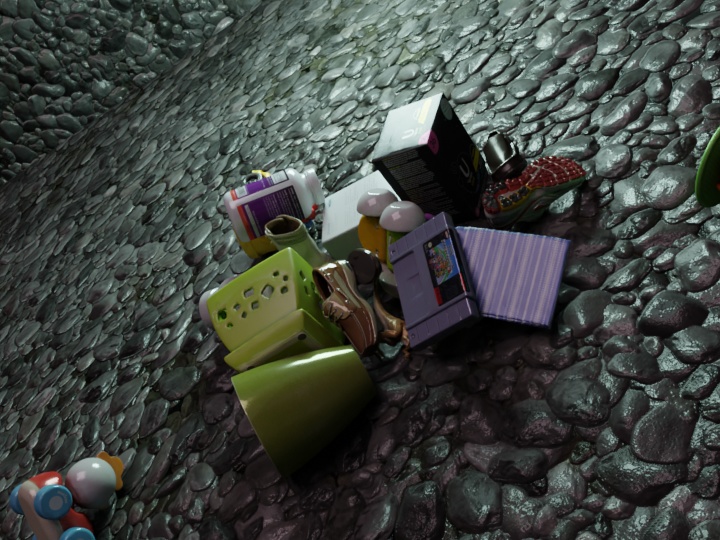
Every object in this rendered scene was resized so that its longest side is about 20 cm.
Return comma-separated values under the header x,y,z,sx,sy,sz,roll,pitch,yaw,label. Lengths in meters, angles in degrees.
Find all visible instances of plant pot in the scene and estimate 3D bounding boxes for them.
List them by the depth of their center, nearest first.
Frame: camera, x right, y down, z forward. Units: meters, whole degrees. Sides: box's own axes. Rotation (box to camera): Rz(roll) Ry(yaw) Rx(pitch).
x,y,z,sx,sy,sz,roll,pitch,yaw,label
-0.082,0.210,1.320,0.200,0.187,0.187,-29,34,-7,plant pot
-0.138,0.116,1.446,0.199,0.200,0.182,-32,43,11,plant pot

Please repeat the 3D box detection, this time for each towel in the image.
x,y,z,sx,sy,sz,roll,pitch,yaw,label
0.222,0.008,1.267,0.199,0.024,0.145,10,80,31,towel

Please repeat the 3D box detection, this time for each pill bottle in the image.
x,y,z,sx,sy,sz,roll,pitch,yaw,label
-0.233,0.061,1.656,0.200,0.114,0.115,-18,41,30,pill bottle
-0.180,-0.144,1.683,0.199,0.113,0.113,-22,35,-5,pill bottle

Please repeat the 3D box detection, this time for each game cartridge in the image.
x,y,z,sx,sy,sz,roll,pitch,yaw,label
0.116,0.015,1.295,0.130,0.038,0.201,-36,51,33,game cartridge

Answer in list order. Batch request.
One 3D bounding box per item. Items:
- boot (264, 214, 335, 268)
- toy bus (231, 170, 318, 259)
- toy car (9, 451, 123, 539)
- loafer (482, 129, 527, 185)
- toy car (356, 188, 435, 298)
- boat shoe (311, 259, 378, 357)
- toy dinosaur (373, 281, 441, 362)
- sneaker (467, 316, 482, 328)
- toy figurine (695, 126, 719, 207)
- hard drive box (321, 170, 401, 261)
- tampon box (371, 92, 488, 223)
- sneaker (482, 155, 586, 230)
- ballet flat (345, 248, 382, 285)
x,y,z,sx,sy,sz,roll,pitch,yaw,label
-0.155,-0.045,1.663,0.200,0.155,0.072,3,52,43,boot
-0.181,-0.141,1.830,0.191,0.136,0.200,-8,44,18,toy bus
-0.528,0.438,1.525,0.200,0.177,0.184,-31,9,-39,toy car
0.256,-0.213,1.488,0.073,0.071,0.200,-40,13,16,loafer
0.085,-0.057,1.480,0.150,0.176,0.200,-12,25,-25,toy car
-0.032,0.067,1.389,0.074,0.076,0.200,-5,47,-26,boat shoe
0.058,0.102,1.393,0.106,0.060,0.200,-42,53,-14,toy dinosaur
0.203,0.048,1.318,0.199,0.076,0.092,-11,67,30,sneaker
0.606,-0.136,1.111,0.200,0.151,0.184,-30,42,-29,toy figurine
0.022,-0.121,1.650,0.200,0.077,0.156,-25,38,21,hard drive box
0.138,-0.204,1.525,0.126,0.200,0.150,-13,44,34,tampon box
0.305,-0.136,1.405,0.199,0.082,0.078,-24,48,-6,sneaker
0.000,0.000,1.452,0.046,0.068,0.200,-13,-8,-22,ballet flat
